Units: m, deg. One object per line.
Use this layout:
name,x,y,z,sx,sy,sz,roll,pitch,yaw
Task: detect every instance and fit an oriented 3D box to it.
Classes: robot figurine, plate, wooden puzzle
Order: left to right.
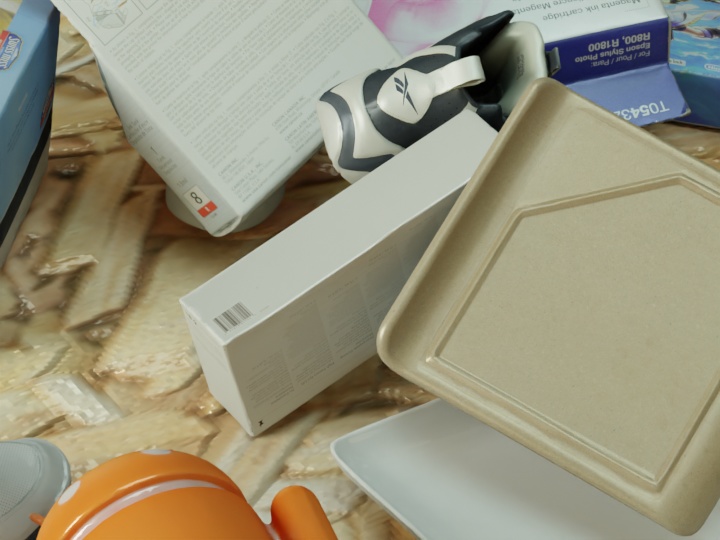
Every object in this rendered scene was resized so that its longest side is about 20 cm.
robot figurine,-0.086,0.166,1.221,0.116,0.144,0.200,18,26,-43
plate,0.115,0.129,1.382,0.199,0.032,0.200,-19,46,-34
wooden puzzle,0.136,0.018,1.389,0.200,0.037,0.185,31,78,7

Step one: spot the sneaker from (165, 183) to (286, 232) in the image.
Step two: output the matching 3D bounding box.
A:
sneaker,-0.063,-0.102,1.595,0.074,0.082,0.200,17,38,11

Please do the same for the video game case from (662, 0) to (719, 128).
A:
video game case,0.191,-0.173,1.776,0.199,0.046,0.182,9,37,-1

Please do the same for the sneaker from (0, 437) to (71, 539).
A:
sneaker,-0.222,0.105,1.267,0.200,0.115,0.075,-23,49,-36

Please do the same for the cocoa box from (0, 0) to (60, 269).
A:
cocoa box,-0.258,-0.068,1.466,0.133,0.132,0.200,12,38,2

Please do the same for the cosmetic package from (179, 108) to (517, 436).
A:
cosmetic package,0.000,0.000,1.428,0.200,0.083,0.051,-34,48,-17

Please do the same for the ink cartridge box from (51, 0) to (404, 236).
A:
ink cartridge box,-0.093,-0.143,1.529,0.200,0.050,0.162,47,60,-3

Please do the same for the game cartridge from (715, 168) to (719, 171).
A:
game cartridge,0.196,-0.031,1.512,0.133,0.042,0.200,24,-3,13

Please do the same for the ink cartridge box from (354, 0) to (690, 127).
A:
ink cartridge box,0.093,-0.167,1.680,0.196,0.043,0.200,-14,56,-11

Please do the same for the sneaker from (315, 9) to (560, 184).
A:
sneaker,0.076,-0.094,1.523,0.199,0.129,0.080,18,54,-56
